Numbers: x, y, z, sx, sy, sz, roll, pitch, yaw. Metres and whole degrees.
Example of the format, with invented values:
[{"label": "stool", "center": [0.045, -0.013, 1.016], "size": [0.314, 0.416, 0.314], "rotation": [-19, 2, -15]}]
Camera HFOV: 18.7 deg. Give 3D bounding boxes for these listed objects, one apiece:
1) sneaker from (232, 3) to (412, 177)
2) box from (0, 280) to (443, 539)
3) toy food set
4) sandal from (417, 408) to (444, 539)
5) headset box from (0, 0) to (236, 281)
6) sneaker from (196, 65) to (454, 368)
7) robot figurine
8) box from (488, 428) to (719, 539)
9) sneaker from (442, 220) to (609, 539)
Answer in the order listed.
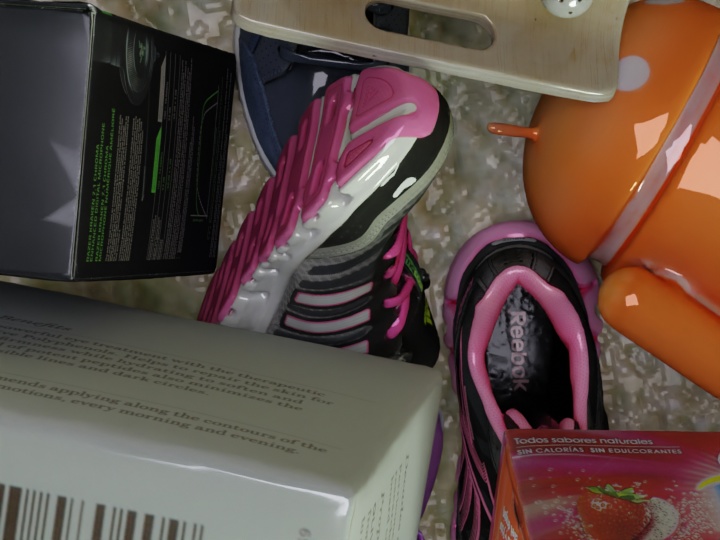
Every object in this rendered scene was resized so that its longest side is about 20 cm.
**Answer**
[{"label": "sneaker", "center": [-0.012, -0.124, 0.831], "size": [0.077, 0.146, 0.203], "rotation": [4, 94, 0]}, {"label": "box", "center": [-0.092, 0.124, 0.760], "size": [0.199, 0.171, 0.200], "rotation": [10, 104, 9]}, {"label": "toy food set", "center": [0.045, -0.146, 0.716], "size": [0.143, 0.060, 0.200], "rotation": [10, 133, -9]}, {"label": "sandal", "center": [0.001, 0.146, 0.872], "size": [0.050, 0.082, 0.203], "rotation": [27, 105, 19]}, {"label": "headset box", "center": [-0.155, -0.049, 0.798], "size": [0.174, 0.200, 0.093], "rotation": [6, 92, 12]}, {"label": "sneaker", "center": [0.000, 0.000, 0.837], "size": [0.087, 0.074, 0.200], "rotation": [22, 136, -12]}, {"label": "robot figurine", "center": [0.147, -0.029, 0.842], "size": [0.200, 0.117, 0.144], "rotation": [30, 93, 1]}, {"label": "box", "center": [0.148, 0.124, 0.794], "size": [0.200, 0.096, 0.100], "rotation": [1, 123, -7]}, {"label": "sneaker", "center": [0.071, 0.081, 0.861], "size": [0.079, 0.095, 0.200], "rotation": [-10, 93, 0]}]
